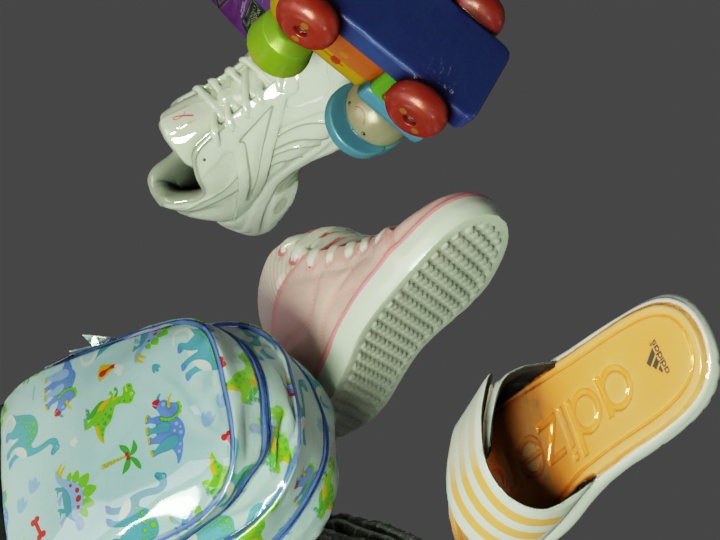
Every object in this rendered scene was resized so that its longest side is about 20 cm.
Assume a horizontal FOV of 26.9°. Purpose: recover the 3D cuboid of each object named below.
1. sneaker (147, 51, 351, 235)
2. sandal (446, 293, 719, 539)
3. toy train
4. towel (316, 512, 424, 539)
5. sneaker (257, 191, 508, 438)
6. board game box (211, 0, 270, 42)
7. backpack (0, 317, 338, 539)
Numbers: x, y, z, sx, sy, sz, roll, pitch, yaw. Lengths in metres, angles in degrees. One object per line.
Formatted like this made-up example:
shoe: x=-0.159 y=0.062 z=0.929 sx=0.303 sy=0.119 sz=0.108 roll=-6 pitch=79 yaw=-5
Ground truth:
sneaker: x=-0.066 y=-0.092 z=0.896 sx=0.201 sy=0.098 sz=0.078 roll=-55 pitch=48 yaw=39
sandal: x=0.084 y=0.076 z=0.715 sx=0.207 sy=0.059 sz=0.080 roll=-51 pitch=52 yaw=43
toy train: x=-0.029 y=-0.140 z=0.784 sx=0.085 sy=0.199 sz=0.116 roll=-59 pitch=13 yaw=-26
towel: x=0.017 y=0.226 z=0.784 sx=0.199 sy=0.085 sz=0.168 roll=9 pitch=100 yaw=56
sneaker: x=0.000 y=0.000 z=0.822 sx=0.105 sy=0.075 sz=0.201 roll=63 pitch=141 yaw=26
board game box: x=-0.050 y=-0.252 z=0.940 sx=0.120 sy=0.032 sz=0.202 roll=46 pitch=126 yaw=40
backpack: x=-0.108 y=0.108 z=0.790 sx=0.154 sy=0.197 sz=0.165 roll=69 pitch=-171 yaw=-56
